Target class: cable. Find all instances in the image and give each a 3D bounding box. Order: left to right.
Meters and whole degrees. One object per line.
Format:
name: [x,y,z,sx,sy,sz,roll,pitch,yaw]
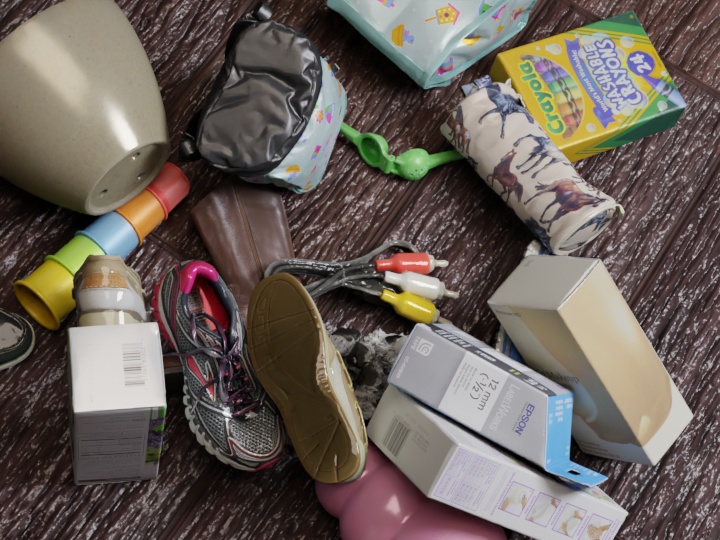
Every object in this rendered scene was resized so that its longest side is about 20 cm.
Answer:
cable: [0.000,0.000,1.777,0.199,0.050,0.097,12,59,-27]

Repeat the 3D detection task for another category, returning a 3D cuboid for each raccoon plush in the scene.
raccoon plush: [-0.029,0.111,1.747,0.199,0.134,0.097,-17,83,17]

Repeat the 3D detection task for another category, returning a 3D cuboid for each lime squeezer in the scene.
lime squeezer: [0.033,-0.130,1.874,0.199,0.038,0.071,15,64,-1]

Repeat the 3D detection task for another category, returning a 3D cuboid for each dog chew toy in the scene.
dog chew toy: [0.039,0.230,1.667,0.124,0.125,0.200,-40,69,-23]

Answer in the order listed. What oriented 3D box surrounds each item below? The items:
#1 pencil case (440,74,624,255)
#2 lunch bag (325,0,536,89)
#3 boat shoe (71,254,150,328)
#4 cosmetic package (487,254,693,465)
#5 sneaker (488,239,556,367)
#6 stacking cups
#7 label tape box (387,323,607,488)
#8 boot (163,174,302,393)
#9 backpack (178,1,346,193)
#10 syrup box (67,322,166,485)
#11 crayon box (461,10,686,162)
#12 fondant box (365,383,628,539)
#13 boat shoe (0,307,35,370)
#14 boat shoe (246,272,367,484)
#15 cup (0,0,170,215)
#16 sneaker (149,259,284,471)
pencil case: [0.171,-0.102,1.828,0.089,0.078,0.200,-40,67,1]
lunch bag: [0.070,-0.289,1.908,0.170,0.122,0.200,44,60,10]
boat shoe: [-0.223,0.027,1.663,0.074,0.200,0.069,-1,84,-10]
cosmetic package: [0.215,0.083,1.715,0.071,0.105,0.200,-47,117,-25]
sneaker: [0.173,0.066,1.784,0.089,0.079,0.201,21,64,3]
stacking cups: [-0.241,-0.025,1.773,0.060,0.061,0.200,41,61,10]
label tape box: [0.137,0.119,1.647,0.199,0.143,0.066,27,95,15]
boot: [-0.138,0.009,1.764,0.186,0.064,0.201,-9,70,-28]
backpack: [-0.085,-0.147,1.776,0.126,0.200,0.167,31,88,6]
syrup box: [-0.217,0.121,1.624,0.081,0.200,0.079,-3,66,-9]
crayon box: [0.223,-0.183,1.922,0.199,0.052,0.126,-20,70,-17]
fondant box: [0.120,0.180,1.644,0.199,0.144,0.058,23,98,-28]
boat shoe: [-0.401,0.047,1.701,0.198,0.066,0.075,11,64,-5]
boat shoe: [-0.047,0.100,1.645,0.074,0.066,0.201,-21,72,10]
cup: [-0.262,-0.137,1.735,0.200,0.200,0.143,-36,75,-22]
sneaker: [-0.127,0.087,1.650,0.080,0.075,0.201,-26,88,-26]
